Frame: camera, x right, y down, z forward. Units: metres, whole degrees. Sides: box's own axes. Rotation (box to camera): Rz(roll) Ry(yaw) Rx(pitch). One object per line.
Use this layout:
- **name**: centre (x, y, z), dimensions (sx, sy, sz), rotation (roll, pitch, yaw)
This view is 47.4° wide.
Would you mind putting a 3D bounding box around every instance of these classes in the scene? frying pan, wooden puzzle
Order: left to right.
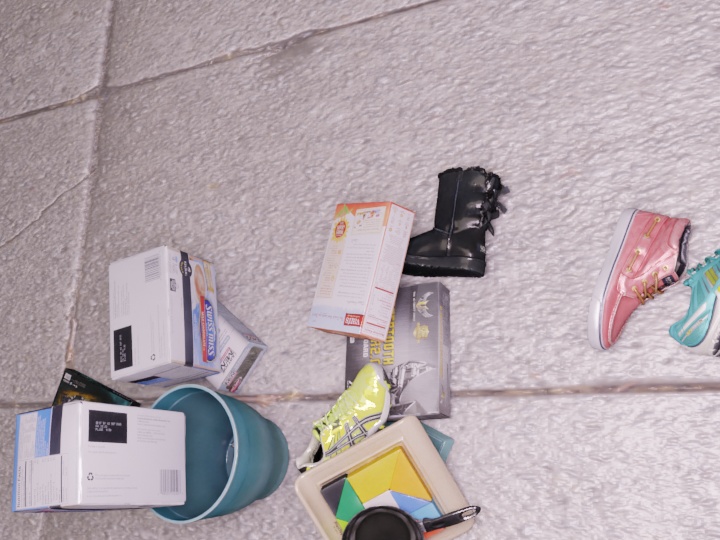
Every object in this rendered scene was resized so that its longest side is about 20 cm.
- **wooden puzzle**: centre (0.034, 0.325, 1.142), dimensions (0.199, 0.037, 0.186), rotation (-30, 96, 4)
- **frying pan**: centre (0.057, 0.344, 1.113), dimensions (0.115, 0.031, 0.190), rotation (44, 97, -6)

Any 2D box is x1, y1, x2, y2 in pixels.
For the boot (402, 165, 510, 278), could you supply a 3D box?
- **boot**: centre (0.123, -0.075, 1.257), dimensions (0.197, 0.073, 0.164), rotation (2, 74, 34)

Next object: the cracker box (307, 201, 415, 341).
- **cracker box**: centre (0.000, 0.000, 1.239), dimensions (0.134, 0.057, 0.201), rotation (4, 77, 51)

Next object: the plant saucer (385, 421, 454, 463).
- **plant saucer**: centre (0.044, 0.245, 1.245), dimensions (0.199, 0.019, 0.070), rotation (23, 89, 32)

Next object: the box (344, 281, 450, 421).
- **box**: centre (0.056, 0.126, 1.242), dimensions (0.157, 0.048, 0.201), rotation (-8, 68, 27)

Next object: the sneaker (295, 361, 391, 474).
- **sneaker**: centre (-0.022, 0.221, 1.168), dimensions (0.075, 0.076, 0.201), rotation (38, 106, 50)

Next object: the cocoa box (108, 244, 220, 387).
- **cocoa box**: centre (-0.326, 0.081, 1.368), dimensions (0.133, 0.131, 0.201), rotation (-16, 69, 26)

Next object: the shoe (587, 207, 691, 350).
- **shoe**: centre (0.370, 0.016, 1.085), dimensions (0.091, 0.071, 0.201), rotation (13, 78, 38)

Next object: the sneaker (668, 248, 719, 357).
- **sneaker**: centre (0.453, 0.008, 1.041), dimensions (0.079, 0.077, 0.201), rotation (22, 88, 42)

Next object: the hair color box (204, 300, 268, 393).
- **hair color box**: centre (-0.263, 0.115, 1.437), dimensions (0.200, 0.061, 0.099), rotation (38, 97, 33)

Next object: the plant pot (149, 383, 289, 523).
- **plant pot**: centre (-0.214, 0.290, 1.283), dimensions (0.199, 0.188, 0.202), rotation (-9, 72, 29)

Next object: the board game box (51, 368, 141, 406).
- **board game box**: centre (-0.514, 0.281, 1.555), dimensions (0.199, 0.028, 0.136), rotation (18, 86, 32)

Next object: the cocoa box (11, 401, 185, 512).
- **cocoa box**: centre (-0.357, 0.262, 1.135), dimensions (0.131, 0.200, 0.134), rotation (-14, 70, 27)
